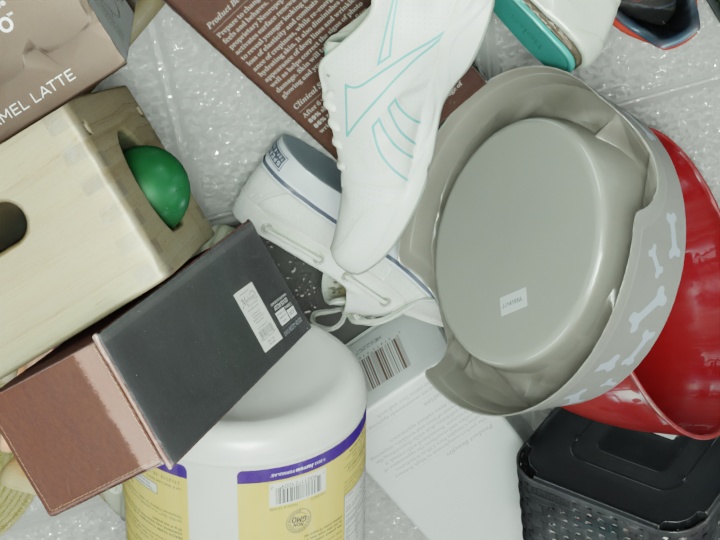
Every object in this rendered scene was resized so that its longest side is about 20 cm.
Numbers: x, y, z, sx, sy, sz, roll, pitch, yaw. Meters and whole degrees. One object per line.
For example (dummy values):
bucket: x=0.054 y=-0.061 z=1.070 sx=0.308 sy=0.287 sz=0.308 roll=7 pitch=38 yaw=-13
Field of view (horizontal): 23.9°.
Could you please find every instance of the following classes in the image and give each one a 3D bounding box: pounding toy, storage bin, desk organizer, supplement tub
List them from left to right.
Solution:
pounding toy: x=-0.169 y=-0.043 z=0.911 sx=0.199 sy=0.184 sz=0.143 roll=-31 pitch=96 yaw=8
desk organizer: x=-0.104 y=0.046 z=0.883 sx=0.077 sy=0.200 sz=0.072 roll=-27 pitch=97 yaw=24
supplement tub: x=-0.068 y=0.142 z=1.006 sx=0.144 sy=0.146 sz=0.201 roll=-6 pitch=119 yaw=-13
storage bin: x=0.207 y=0.128 z=1.148 sx=0.200 sy=0.135 sz=0.094 roll=-42 pitch=138 yaw=-39

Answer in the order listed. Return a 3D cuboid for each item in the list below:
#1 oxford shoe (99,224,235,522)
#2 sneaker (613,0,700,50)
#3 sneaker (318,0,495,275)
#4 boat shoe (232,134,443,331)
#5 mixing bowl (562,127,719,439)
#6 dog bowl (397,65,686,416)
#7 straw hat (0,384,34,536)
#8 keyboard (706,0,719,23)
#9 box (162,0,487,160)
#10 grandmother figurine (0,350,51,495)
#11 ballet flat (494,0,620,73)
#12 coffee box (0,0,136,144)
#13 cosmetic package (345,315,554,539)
oxford shoe: x=-0.125 y=0.064 z=1.074 sx=0.057 sy=0.075 sz=0.201 roll=21 pitch=96 yaw=18
sneaker: x=0.146 y=-0.210 z=0.979 sx=0.075 sy=0.085 sz=0.200 roll=-34 pitch=126 yaw=8
sneaker: x=0.010 y=-0.093 z=0.948 sx=0.080 sy=0.071 sz=0.201 roll=15 pitch=116 yaw=-8
boat shoe: x=0.000 y=0.002 z=1.085 sx=0.201 sy=0.075 sz=0.086 roll=33 pitch=109 yaw=-30
mixing bowl: x=0.157 y=0.017 z=1.095 sx=0.108 sy=0.201 sz=0.200 roll=-15 pitch=135 yaw=36
dog bowl: x=0.104 y=-0.013 z=0.980 sx=0.058 sy=0.200 sz=0.201 roll=11 pitch=120 yaw=-36
straw hat: x=-0.285 y=0.143 z=1.085 sx=0.200 sy=0.085 sz=0.202 roll=-8 pitch=125 yaw=-11
keyboard: x=0.281 y=-0.245 z=1.039 sx=0.200 sy=0.021 sz=0.127 roll=-38 pitch=126 yaw=9
box: x=-0.030 y=-0.151 z=0.974 sx=0.100 sy=0.075 sz=0.200 roll=-40 pitch=127 yaw=12
grandmother figurine: x=-0.188 y=0.037 z=1.047 sx=0.060 sy=0.121 sz=0.201 roll=14 pitch=111 yaw=14
ballet flat: x=0.069 y=-0.197 z=0.962 sx=0.200 sy=0.069 sz=0.069 roll=42 pitch=106 yaw=-8
coffee box: x=-0.180 y=-0.128 z=0.854 sx=0.114 sy=0.200 sz=0.080 roll=-32 pitch=109 yaw=5
cosmetic package: x=0.062 y=0.122 z=1.188 sx=0.101 sy=0.074 sz=0.200 roll=-32 pitch=128 yaw=7
